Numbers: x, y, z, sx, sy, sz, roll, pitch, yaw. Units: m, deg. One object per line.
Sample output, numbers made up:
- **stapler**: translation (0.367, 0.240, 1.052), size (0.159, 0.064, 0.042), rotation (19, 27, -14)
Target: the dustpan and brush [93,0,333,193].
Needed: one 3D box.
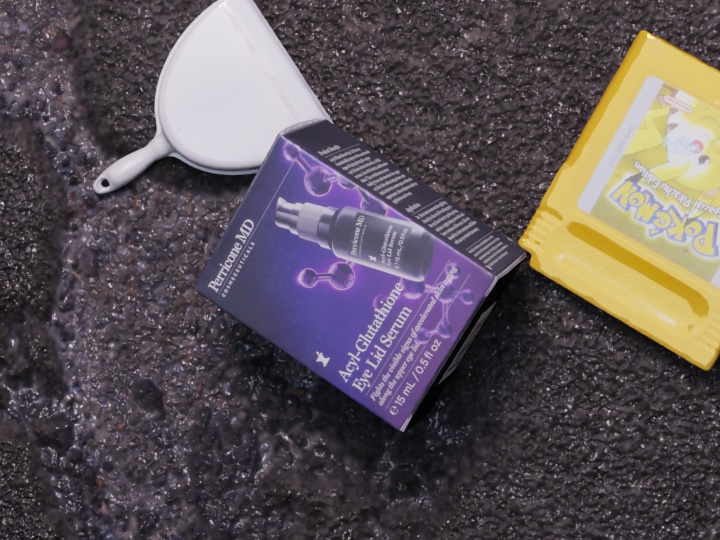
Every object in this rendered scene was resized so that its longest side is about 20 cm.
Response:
- **dustpan and brush**: translation (-0.137, -0.117, 1.387), size (0.200, 0.057, 0.140), rotation (-33, 96, 6)

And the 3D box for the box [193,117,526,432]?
- **box**: translation (0.000, 0.000, 1.310), size (0.200, 0.104, 0.148), rotation (33, 109, 9)

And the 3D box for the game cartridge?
- **game cartridge**: translation (0.238, -0.053, 1.299), size (0.176, 0.032, 0.200), rotation (31, 98, 12)
